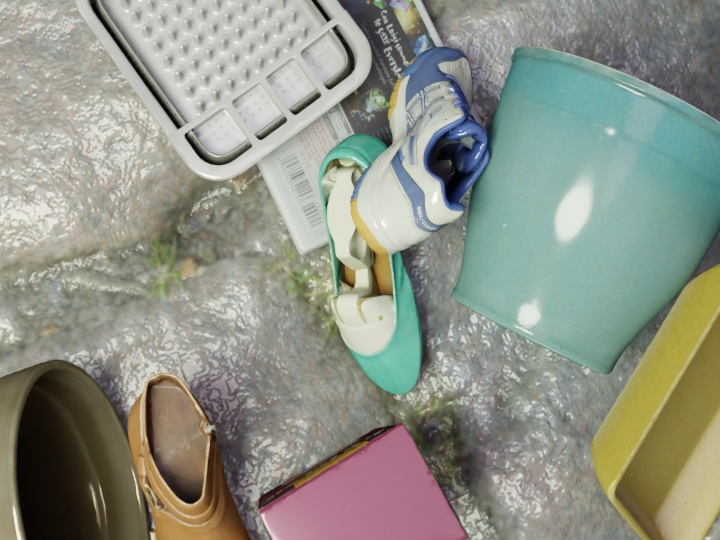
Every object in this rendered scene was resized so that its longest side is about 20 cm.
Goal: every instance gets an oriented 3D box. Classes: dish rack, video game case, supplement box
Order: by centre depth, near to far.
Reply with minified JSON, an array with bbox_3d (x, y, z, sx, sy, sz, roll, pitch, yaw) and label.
[{"bbox_3d":[-0.006,0.170,0.785,0.109,0.200,0.087,-29,84,-9],"label":"supplement box"},{"bbox_3d":[-0.106,-0.184,0.888,0.171,0.044,0.201,-36,86,-9],"label":"dish rack"},{"bbox_3d":[-0.011,-0.141,0.923,0.179,0.023,0.203,-25,84,-8],"label":"video game case"}]

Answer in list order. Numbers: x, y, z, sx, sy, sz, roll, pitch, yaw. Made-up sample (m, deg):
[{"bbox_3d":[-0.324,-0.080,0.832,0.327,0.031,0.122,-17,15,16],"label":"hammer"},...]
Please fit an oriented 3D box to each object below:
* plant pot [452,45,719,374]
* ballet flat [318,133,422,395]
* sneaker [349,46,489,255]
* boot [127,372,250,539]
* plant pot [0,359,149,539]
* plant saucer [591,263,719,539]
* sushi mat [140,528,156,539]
[{"bbox_3d":[0.165,-0.034,0.847,0.197,0.200,0.191,25,93,-1],"label":"plant pot"},{"bbox_3d":[0.000,0.000,0.861,0.066,0.070,0.204,-5,95,33],"label":"ballet flat"},{"bbox_3d":[0.064,-0.095,0.836,0.075,0.087,0.202,45,46,-30],"label":"sneaker"},{"bbox_3d":[-0.111,0.172,0.785,0.073,0.155,0.202,-25,77,-19],"label":"boot"},{"bbox_3d":[-0.261,0.179,0.781,0.170,0.200,0.204,-15,83,10],"label":"plant pot"},{"bbox_3d":[0.245,0.107,0.852,0.048,0.200,0.201,25,76,40],"label":"plant saucer"},{"bbox_3d":[-0.138,0.300,0.847,0.094,0.012,0.204,11,80,-3],"label":"sushi mat"}]
